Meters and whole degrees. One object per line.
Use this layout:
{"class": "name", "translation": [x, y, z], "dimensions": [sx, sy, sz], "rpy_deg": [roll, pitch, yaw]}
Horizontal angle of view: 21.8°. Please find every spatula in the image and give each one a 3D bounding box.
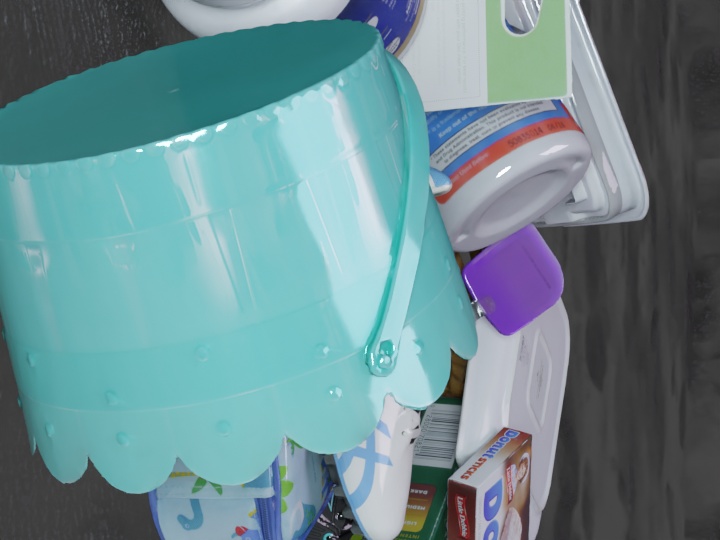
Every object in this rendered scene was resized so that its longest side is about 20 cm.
{"class": "spatula", "translation": [0.043, 0.046, 1.182], "dimensions": [0.057, 0.200, 0.021], "rpy_deg": [55, -5, -3]}

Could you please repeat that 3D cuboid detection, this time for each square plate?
{"class": "square plate", "translation": [0.111, 0.076, 1.282], "dimensions": [0.198, 0.028, 0.201], "rpy_deg": [62, 35, -58]}

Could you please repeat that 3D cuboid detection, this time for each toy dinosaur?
{"class": "toy dinosaur", "translation": [0.065, 0.013, 1.239], "dimensions": [0.107, 0.060, 0.201], "rpy_deg": [-84, 168, -47]}

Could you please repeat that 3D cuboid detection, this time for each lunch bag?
{"class": "lunch bag", "translation": [-0.058, 0.036, 0.972], "dimensions": [0.161, 0.082, 0.201], "rpy_deg": [-45, 132, -73]}

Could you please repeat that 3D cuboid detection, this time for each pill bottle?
{"class": "pill bottle", "translation": [-0.043, -0.166, 0.977], "dimensions": [0.200, 0.119, 0.120], "rpy_deg": [17, 72, -73]}
{"class": "pill bottle", "translation": [0.047, -0.121, 1.158], "dimensions": [0.201, 0.112, 0.112], "rpy_deg": [58, 8, 17]}

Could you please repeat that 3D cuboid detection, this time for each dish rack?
{"class": "dish rack", "translation": [0.110, -0.117, 1.238], "dimensions": [0.201, 0.043, 0.172], "rpy_deg": [68, -18, -6]}

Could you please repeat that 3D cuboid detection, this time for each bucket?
{"class": "bucket", "translation": [-0.059, -0.014, 0.769], "dimensions": [0.207, 0.206, 0.135], "rpy_deg": [-58, 137, -63]}

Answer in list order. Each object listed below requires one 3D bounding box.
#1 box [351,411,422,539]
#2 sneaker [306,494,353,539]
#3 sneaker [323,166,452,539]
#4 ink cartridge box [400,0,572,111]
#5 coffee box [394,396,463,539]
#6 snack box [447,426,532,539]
{"class": "box", "translation": [0.022, 0.095, 1.299], "dimensions": [0.122, 0.047, 0.201], "rpy_deg": [66, 28, -53]}
{"class": "sneaker", "translation": [-0.021, 0.120, 1.093], "dimensions": [0.075, 0.079, 0.201], "rpy_deg": [-36, 123, -71]}
{"class": "sneaker", "translation": [0.017, 0.041, 0.959], "dimensions": [0.072, 0.072, 0.201], "rpy_deg": [4, 87, -78]}
{"class": "ink cartridge box", "translation": [0.029, -0.156, 1.084], "dimensions": [0.048, 0.199, 0.146], "rpy_deg": [20, 68, -70]}
{"class": "coffee box", "translation": [0.043, 0.194, 1.220], "dimensions": [0.123, 0.044, 0.201], "rpy_deg": [75, 28, -43]}
{"class": "snack box", "translation": [0.081, 0.203, 1.196], "dimensions": [0.072, 0.024, 0.201], "rpy_deg": [-35, 133, -48]}
